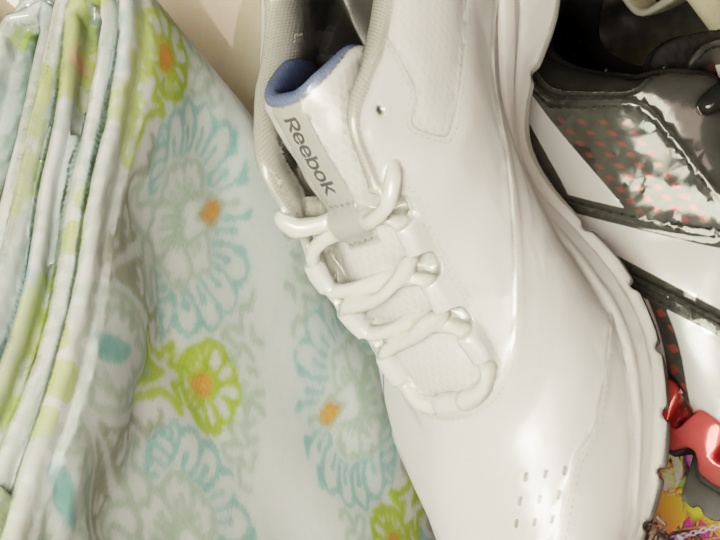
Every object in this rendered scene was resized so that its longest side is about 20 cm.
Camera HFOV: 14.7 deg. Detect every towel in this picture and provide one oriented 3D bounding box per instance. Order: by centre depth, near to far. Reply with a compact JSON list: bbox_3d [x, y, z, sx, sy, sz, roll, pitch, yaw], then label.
[{"bbox_3d":[-0.035,0.051,0.636,0.048,0.172,0.200,-8,141,26],"label":"towel"}]

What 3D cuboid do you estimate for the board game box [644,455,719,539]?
[{"bbox_3d":[0.150,0.099,0.746,0.200,0.097,0.159,-40,66,-6],"label":"board game box"}]

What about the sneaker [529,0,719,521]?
[{"bbox_3d":[0.091,-0.003,0.692,0.200,0.071,0.098,39,108,20],"label":"sneaker"}]

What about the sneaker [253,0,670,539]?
[{"bbox_3d":[0.011,-0.012,0.644,0.074,0.087,0.201,-18,85,34],"label":"sneaker"}]

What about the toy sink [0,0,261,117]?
[{"bbox_3d":[-0.072,-0.119,0.733,0.130,0.112,0.201,12,101,-7],"label":"toy sink"}]

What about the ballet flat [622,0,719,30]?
[{"bbox_3d":[0.106,-0.079,0.754,0.069,0.069,0.200,-37,74,0],"label":"ballet flat"}]
